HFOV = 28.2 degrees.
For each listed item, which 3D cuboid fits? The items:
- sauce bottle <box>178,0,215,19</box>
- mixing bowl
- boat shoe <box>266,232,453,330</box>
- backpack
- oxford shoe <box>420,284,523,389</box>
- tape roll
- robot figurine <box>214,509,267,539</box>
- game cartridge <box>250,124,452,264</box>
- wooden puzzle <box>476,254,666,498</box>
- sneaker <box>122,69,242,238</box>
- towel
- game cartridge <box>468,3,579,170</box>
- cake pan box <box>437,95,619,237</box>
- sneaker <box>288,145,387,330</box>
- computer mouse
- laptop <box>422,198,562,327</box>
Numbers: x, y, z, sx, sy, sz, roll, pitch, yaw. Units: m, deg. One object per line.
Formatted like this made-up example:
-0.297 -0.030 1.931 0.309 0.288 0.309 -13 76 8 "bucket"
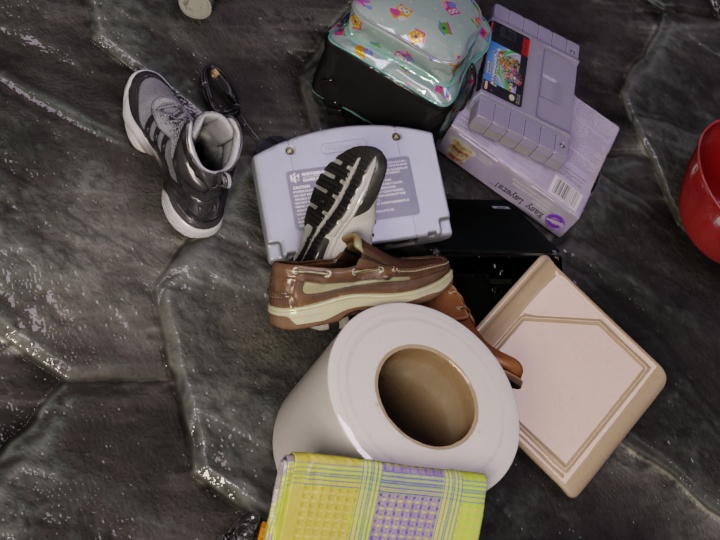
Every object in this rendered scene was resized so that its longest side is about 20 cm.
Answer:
-0.161 -0.368 1.653 0.066 0.066 0.201 29 49 -9 "sauce bottle"
0.471 -0.078 1.787 0.198 0.108 0.202 16 52 -21 "mixing bowl"
0.003 0.001 1.386 0.201 0.074 0.076 -14 104 -32 "boat shoe"
0.057 -0.256 1.644 0.175 0.154 0.200 28 38 6 "backpack"
0.089 0.052 1.459 0.199 0.071 0.072 33 81 21 "oxford shoe"
0.033 0.151 1.362 0.201 0.139 0.204 15 52 -21 "tape roll"
-0.079 0.308 1.244 0.144 0.058 0.201 26 51 -13 "robot figurine"
-0.011 -0.084 1.512 0.198 0.042 0.134 -8 71 -11 "game cartridge"
0.209 0.112 1.533 0.200 0.037 0.185 46 66 -2 "wooden puzzle"
-0.176 -0.142 1.458 0.075 0.114 0.201 -10 64 -34 "sneaker"
0.008 0.230 1.234 0.198 0.023 0.145 8 100 -21 "towel"
0.197 -0.224 1.718 0.129 0.038 0.201 26 49 -17 "game cartridge"
0.207 -0.159 1.732 0.199 0.052 0.185 34 51 -5 "cake pan box"
-0.017 -0.030 1.446 0.079 0.201 0.074 15 17 -32 "sneaker"
-0.106 -0.151 1.558 0.200 0.034 0.058 48 50 8 "computer mouse"
0.128 0.014 1.595 0.176 0.103 0.202 0 85 -29 "laptop"
